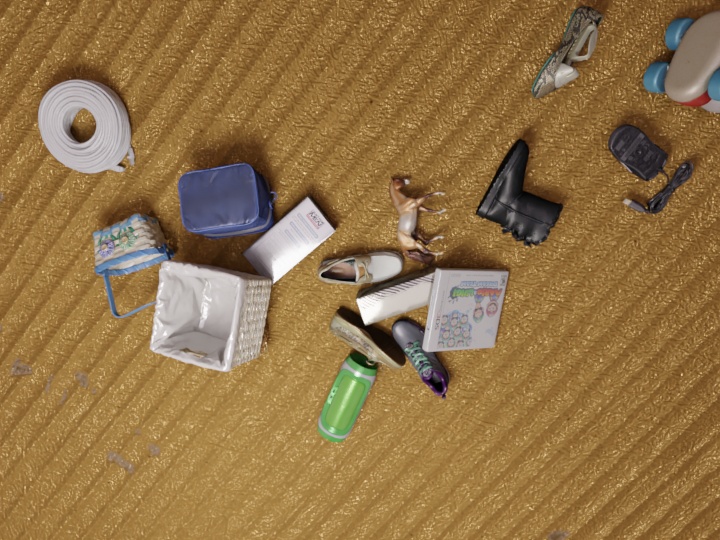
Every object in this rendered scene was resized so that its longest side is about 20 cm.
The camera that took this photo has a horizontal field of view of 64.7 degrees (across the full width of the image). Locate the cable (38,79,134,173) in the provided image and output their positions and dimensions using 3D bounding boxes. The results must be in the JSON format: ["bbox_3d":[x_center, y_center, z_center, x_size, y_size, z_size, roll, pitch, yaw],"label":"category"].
[{"bbox_3d":[-0.612,-0.318,1.261,0.197,0.069,0.203,0,102,4],"label":"cable"}]

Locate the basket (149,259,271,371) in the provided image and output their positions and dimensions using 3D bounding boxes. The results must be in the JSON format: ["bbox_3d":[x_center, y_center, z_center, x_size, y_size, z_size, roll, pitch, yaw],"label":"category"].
[{"bbox_3d":[-0.317,0.089,1.227,0.196,0.161,0.203,11,95,17],"label":"basket"}]

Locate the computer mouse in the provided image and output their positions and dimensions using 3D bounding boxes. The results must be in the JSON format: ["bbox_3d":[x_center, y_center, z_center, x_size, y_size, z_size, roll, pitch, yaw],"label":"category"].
[{"bbox_3d":[0.592,-0.213,1.220,0.198,0.046,0.141,28,106,-7],"label":"computer mouse"}]

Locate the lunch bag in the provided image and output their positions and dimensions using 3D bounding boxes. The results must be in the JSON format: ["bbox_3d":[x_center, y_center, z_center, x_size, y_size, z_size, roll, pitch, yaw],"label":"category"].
[{"bbox_3d":[-0.281,-0.149,1.245,0.197,0.132,0.138,-6,85,6],"label":"lunch bag"}]

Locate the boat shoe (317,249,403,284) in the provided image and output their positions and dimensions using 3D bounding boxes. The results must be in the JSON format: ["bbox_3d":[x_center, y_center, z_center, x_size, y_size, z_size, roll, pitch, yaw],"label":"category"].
[{"bbox_3d":[0.000,0.000,1.286,0.197,0.068,0.076,-9,101,5],"label":"boat shoe"}]

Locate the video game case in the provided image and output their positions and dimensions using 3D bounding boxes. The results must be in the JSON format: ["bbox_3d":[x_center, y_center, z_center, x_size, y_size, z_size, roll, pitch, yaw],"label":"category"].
[{"bbox_3d":[0.235,0.087,1.261,0.198,0.024,0.185,1,104,-31],"label":"video game case"}]

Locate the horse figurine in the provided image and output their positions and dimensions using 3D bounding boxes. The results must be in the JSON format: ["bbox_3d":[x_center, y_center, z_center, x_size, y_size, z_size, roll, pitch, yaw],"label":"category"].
[{"bbox_3d":[0.124,-0.104,1.263,0.131,0.050,0.203,4,108,16],"label":"horse figurine"}]

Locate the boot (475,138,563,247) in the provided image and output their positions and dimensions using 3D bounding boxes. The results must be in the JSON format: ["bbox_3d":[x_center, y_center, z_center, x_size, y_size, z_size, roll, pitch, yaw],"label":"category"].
[{"bbox_3d":[0.359,-0.160,1.228,0.161,0.073,0.200,26,109,1],"label":"boot"}]

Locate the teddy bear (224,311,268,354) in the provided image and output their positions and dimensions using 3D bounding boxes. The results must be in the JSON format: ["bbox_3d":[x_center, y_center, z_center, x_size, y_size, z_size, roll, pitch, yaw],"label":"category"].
[{"bbox_3d":[-0.309,0.154,1.348,0.198,0.067,0.147,-25,90,15],"label":"teddy bear"}]

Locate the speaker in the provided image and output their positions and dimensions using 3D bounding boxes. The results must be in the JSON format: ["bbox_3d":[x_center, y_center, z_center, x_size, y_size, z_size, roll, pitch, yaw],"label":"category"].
[{"bbox_3d":[-0.032,0.300,1.342,0.088,0.089,0.202,24,102,-1],"label":"speaker"}]

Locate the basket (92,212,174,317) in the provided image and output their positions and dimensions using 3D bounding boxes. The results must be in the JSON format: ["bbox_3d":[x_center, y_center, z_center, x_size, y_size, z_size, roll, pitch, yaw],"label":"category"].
[{"bbox_3d":[-0.507,-0.012,1.280,0.174,0.139,0.202,-22,90,7],"label":"basket"}]

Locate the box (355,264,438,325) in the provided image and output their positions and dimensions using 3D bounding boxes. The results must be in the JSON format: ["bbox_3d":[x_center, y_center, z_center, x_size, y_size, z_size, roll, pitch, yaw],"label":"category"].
[{"bbox_3d":[0.093,0.055,1.286,0.198,0.082,0.069,-20,99,6],"label":"box"}]

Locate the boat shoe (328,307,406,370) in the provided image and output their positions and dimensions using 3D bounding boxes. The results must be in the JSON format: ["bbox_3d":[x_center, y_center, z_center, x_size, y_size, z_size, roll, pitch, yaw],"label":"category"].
[{"bbox_3d":[0.016,0.167,1.315,0.199,0.073,0.063,38,117,15],"label":"boat shoe"}]

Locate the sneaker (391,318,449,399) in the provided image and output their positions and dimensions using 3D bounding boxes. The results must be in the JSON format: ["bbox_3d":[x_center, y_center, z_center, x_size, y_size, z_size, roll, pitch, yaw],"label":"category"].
[{"bbox_3d":[0.144,0.200,1.307,0.074,0.088,0.201,-37,97,10],"label":"sneaker"}]

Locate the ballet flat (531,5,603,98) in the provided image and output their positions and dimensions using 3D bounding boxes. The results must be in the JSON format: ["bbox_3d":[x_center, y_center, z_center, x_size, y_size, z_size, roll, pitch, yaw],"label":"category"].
[{"bbox_3d":[0.429,-0.439,1.163,0.075,0.068,0.202,36,102,34],"label":"ballet flat"}]

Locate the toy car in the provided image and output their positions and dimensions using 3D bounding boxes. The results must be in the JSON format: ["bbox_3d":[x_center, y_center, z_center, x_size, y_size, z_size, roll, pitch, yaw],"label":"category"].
[{"bbox_3d":[0.718,-0.393,1.133,0.198,0.184,0.179,17,103,-30],"label":"toy car"}]

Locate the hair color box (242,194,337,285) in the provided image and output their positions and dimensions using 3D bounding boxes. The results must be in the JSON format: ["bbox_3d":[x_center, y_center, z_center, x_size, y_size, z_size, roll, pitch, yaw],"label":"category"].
[{"bbox_3d":[-0.158,-0.068,1.287,0.199,0.061,0.099,-39,97,11],"label":"hair color box"}]
